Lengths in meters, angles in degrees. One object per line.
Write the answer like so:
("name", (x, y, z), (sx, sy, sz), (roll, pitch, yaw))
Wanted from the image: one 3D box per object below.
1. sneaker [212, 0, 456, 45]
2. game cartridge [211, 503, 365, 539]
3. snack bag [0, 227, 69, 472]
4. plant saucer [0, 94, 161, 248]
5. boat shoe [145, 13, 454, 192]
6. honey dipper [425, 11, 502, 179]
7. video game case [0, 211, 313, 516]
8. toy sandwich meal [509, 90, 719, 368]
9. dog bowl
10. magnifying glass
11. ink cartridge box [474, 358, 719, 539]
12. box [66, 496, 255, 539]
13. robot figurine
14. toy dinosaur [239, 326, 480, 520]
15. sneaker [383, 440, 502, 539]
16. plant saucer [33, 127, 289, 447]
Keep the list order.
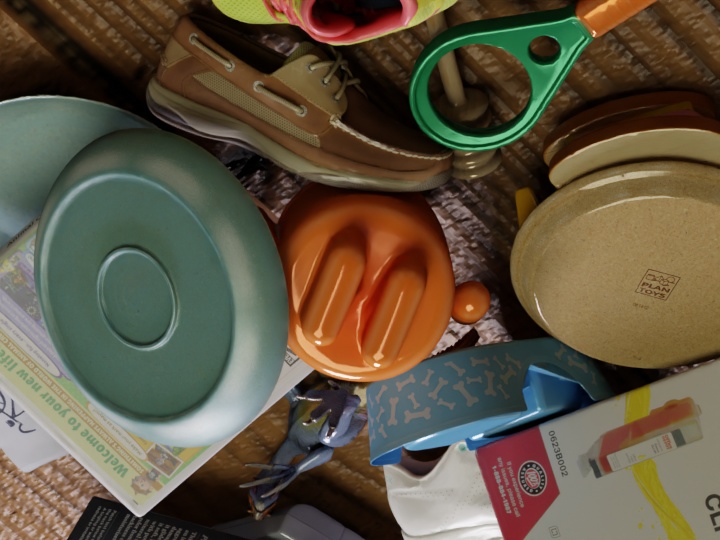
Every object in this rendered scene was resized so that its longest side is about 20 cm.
("sneaker", (-0.022, -0.169, 1.432), (0.199, 0.090, 0.078), (-3, 124, 41))
("game cartridge", (-0.009, 0.244, 1.832), (0.200, 0.041, 0.133), (41, 151, -21))
("snack bag", (-0.239, 0.062, 1.773), (0.188, 0.021, 0.200), (-21, 122, 30))
("plant saucer", (-0.196, -0.049, 1.633), (0.200, 0.039, 0.202), (1, 134, 1))
("boat shoe", (-0.035, -0.103, 1.517), (0.199, 0.076, 0.072), (19, 108, 8))
("honey dipper", (0.048, -0.147, 1.493), (0.038, 0.038, 0.201), (-3, 126, 19))
("video game case", (-0.146, 0.038, 1.610), (0.182, 0.022, 0.200), (-40, 111, 10))
("toy sandwich meal", (0.182, -0.021, 1.544), (0.204, 0.071, 0.206), (2, 138, 2))
("dog bowl", (0.081, 0.081, 1.596), (0.111, 0.199, 0.050), (-26, 76, 38))
("magnifying glass", (0.115, -0.137, 1.462), (0.199, 0.022, 0.080), (-30, 116, 24))
("ink cartridge box", (0.195, 0.150, 1.602), (0.199, 0.146, 0.083), (-22, 168, 16))
("box", (-0.112, 0.288, 1.826), (0.197, 0.124, 0.200), (13, 145, 26))
("robot figurine", (0.002, 0.001, 1.541), (0.143, 0.200, 0.117), (-17, 104, 2))
("toy dinosaur", (-0.023, 0.116, 1.717), (0.199, 0.106, 0.182), (2, 153, -2))
("sneaker", (0.103, 0.137, 1.711), (0.199, 0.075, 0.089), (-19, 101, 26))
("plant saucer", (-0.130, 0.014, 1.508), (0.199, 0.027, 0.201), (11, 109, 33))
